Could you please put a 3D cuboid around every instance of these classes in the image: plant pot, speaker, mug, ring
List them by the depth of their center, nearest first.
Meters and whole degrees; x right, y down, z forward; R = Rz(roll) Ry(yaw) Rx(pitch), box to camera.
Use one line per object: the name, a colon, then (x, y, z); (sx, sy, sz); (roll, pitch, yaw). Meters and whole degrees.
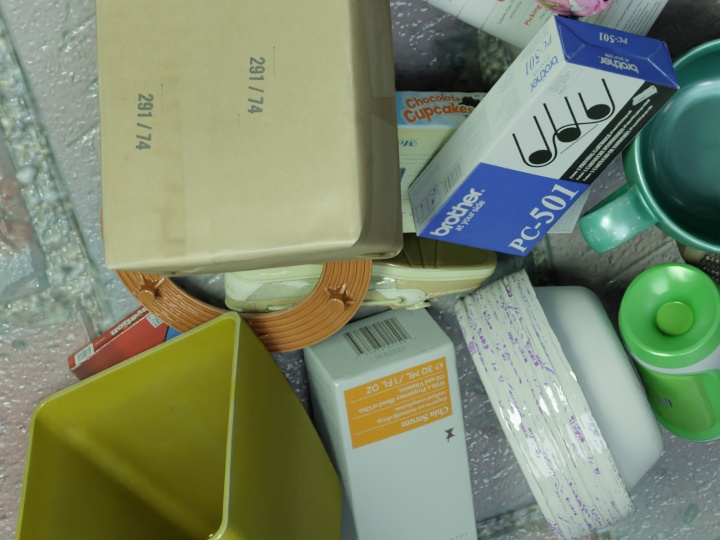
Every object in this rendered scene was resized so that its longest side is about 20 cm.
mug: (0.245, -0.087, 1.647); (0.184, 0.114, 0.153); (1, 92, -1)
ring: (-0.090, -0.015, 1.661); (0.199, 0.019, 0.201); (7, 129, 9)
plant pot: (-0.117, 0.185, 1.705); (0.199, 0.201, 0.176); (-25, 132, 27)
speaker: (0.247, 0.065, 1.758); (0.088, 0.089, 0.200); (-26, 153, 4)

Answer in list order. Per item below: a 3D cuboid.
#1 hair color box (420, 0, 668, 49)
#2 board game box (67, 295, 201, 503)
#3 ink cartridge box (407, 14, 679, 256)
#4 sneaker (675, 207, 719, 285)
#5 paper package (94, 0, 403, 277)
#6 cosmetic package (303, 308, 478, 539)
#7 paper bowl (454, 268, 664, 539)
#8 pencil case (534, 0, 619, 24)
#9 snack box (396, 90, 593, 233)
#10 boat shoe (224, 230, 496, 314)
hair color box: (0.112, -0.213, 1.621); (0.199, 0.061, 0.102); (23, 112, -24)
board game box: (-0.122, 0.106, 1.789); (0.103, 0.019, 0.200); (-35, 121, 11)
ink cartridge box: (0.122, -0.088, 1.601); (0.094, 0.044, 0.200); (10, 142, -27)
sneaker: (0.302, -0.016, 1.783); (0.070, 0.076, 0.200); (-37, 144, 20)
paper package: (-0.075, -0.102, 1.541); (0.190, 0.103, 0.201); (-5, 86, 17)
cosmetic package: (0.024, 0.135, 1.797); (0.101, 0.071, 0.201); (-19, 124, -15)
paper bowl: (0.153, 0.092, 1.732); (0.104, 0.201, 0.201); (-26, 123, 5)
pencil case: (0.182, -0.255, 1.554); (0.087, 0.083, 0.200); (48, 71, -17)
snack box: (0.074, -0.077, 1.681); (0.199, 0.037, 0.116); (0, 140, -18)
boat shoe: (-0.001, 0.002, 1.724); (0.200, 0.073, 0.063); (-3, 128, -7)
